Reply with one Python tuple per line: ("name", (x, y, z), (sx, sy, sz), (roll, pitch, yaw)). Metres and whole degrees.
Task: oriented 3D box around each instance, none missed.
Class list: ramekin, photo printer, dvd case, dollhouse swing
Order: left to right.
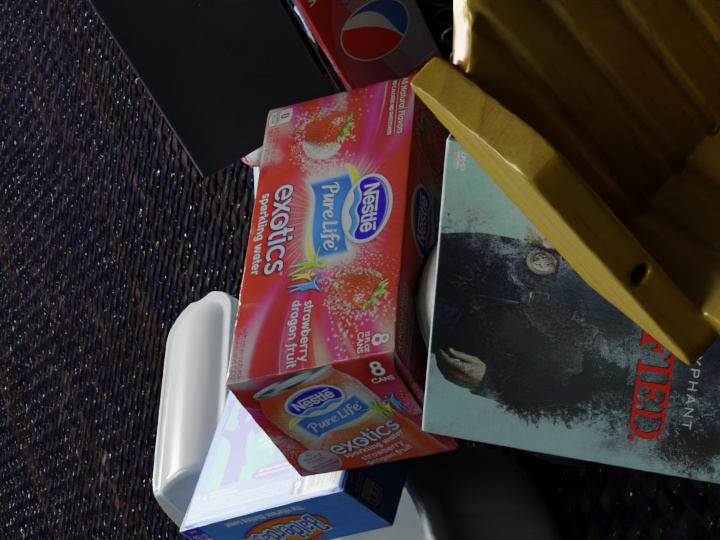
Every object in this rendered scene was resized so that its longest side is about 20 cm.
("photo printer", (-0.072, 0.120, 1.148), (0.069, 0.167, 0.201), (-28, 34, 18))
("ramekin", (0.045, 0.200, 1.001), (0.200, 0.097, 0.203), (1, 91, 64))
("dvd case", (0.129, 0.020, 0.720), (0.022, 0.198, 0.147), (-60, -23, -64))
("dollhouse swing", (0.164, -0.067, 0.585), (0.200, 0.182, 0.176), (-47, 31, 0))

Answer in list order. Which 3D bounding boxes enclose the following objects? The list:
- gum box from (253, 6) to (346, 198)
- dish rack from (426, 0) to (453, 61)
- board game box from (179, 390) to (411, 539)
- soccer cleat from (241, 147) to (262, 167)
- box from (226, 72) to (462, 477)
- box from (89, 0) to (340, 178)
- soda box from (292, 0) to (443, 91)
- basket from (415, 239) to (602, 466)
("gum box", (-0.030, -0.097, 1.173), (0.170, 0.044, 0.202), (126, 148, -50))
("dish rack", (0.088, -0.169, 0.950), (0.154, 0.054, 0.201), (120, 141, -46))
("board game box", (-0.020, 0.069, 0.999), (0.151, 0.045, 0.201), (-21, 42, 45))
("soccer cleat", (-0.102, -0.125, 1.192), (0.200, 0.084, 0.069), (-125, 48, -63))
("box", (0.000, 0.000, 0.910), (0.096, 0.099, 0.201), (56, -150, -44))
("box", (-0.109, -0.178, 1.062), (0.149, 0.104, 0.200), (59, -178, -30))
("soda box", (-0.016, -0.180, 0.966), (0.070, 0.063, 0.200), (58, 180, 38))
("basket", (0.125, -0.040, 0.789), (0.181, 0.135, 0.201), (-88, 19, -53))
